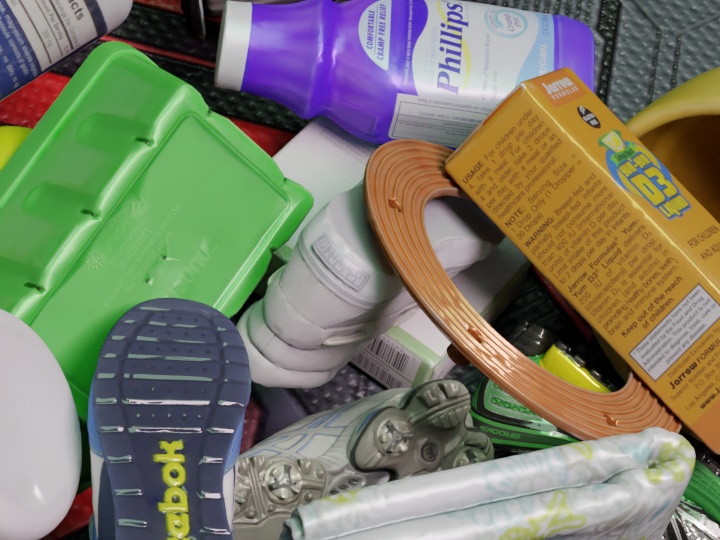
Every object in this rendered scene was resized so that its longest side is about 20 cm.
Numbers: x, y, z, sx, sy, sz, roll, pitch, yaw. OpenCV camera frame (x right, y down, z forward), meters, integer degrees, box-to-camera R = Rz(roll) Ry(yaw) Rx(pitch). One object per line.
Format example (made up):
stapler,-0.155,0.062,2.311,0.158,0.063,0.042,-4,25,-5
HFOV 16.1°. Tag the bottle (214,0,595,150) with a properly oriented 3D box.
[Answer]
bottle,0.023,-0.107,1.360,0.200,0.065,0.084,8,56,-6

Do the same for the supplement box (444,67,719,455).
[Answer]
supplement box,0.137,-0.007,1.253,0.200,0.069,0.067,45,26,9

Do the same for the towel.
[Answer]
towel,0.045,0.146,1.181,0.200,0.171,0.048,-11,60,-20

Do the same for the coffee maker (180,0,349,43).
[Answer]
coffee maker,-0.014,-0.228,1.432,0.200,0.135,0.192,-10,56,-6

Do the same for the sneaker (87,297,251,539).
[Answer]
sneaker,-0.090,0.105,1.146,0.074,0.082,0.200,6,56,-9

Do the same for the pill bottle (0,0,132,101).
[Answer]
pill bottle,-0.186,-0.149,1.293,0.200,0.111,0.111,-34,67,-10

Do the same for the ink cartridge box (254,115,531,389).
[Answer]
ink cartridge box,0.033,-0.039,1.384,0.145,0.048,0.200,35,54,13

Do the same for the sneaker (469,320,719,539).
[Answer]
sneaker,0.138,0.116,1.295,0.200,0.078,0.085,38,93,7

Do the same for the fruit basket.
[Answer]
fruit basket,-0.146,-0.008,1.279,0.155,0.216,0.216,42,51,-21

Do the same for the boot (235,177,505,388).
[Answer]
boot,0.000,0.000,1.277,0.074,0.096,0.200,48,25,10

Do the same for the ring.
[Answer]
ring,0.077,0.014,1.231,0.200,0.019,0.200,33,26,-19

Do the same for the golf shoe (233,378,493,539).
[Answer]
golf shoe,-0.035,0.113,1.249,0.200,0.097,0.078,-20,99,-25

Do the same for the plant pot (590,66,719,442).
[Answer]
plant pot,0.242,-0.027,1.342,0.201,0.201,0.189,40,42,16

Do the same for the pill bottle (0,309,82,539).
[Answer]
pill bottle,-0.233,0.091,1.150,0.200,0.109,0.109,-18,50,26
